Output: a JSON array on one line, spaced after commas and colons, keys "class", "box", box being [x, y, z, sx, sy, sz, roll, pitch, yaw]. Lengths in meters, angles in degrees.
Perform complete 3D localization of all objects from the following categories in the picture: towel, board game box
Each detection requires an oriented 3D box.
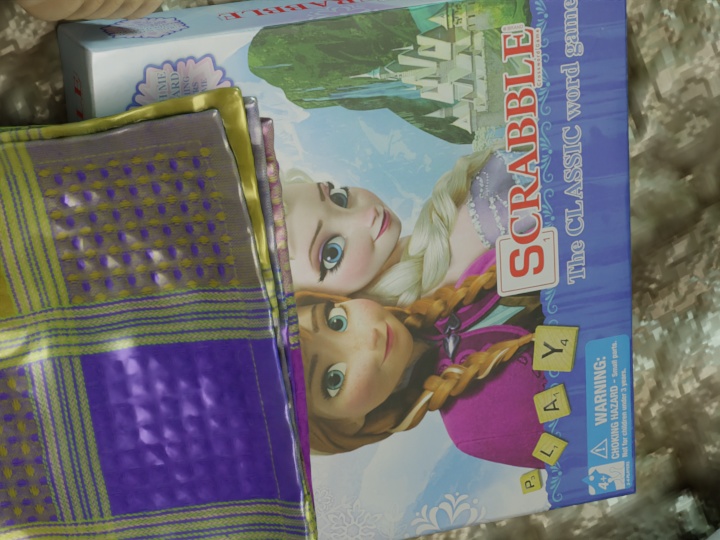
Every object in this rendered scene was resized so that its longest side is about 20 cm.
[{"class": "towel", "box": [-0.090, 0.040, 0.970, 0.143, 0.023, 0.201, -6, 109, 4]}, {"class": "board game box", "box": [0.000, 0.000, 1.023, 0.199, 0.041, 0.201, -10, 110, -18]}]

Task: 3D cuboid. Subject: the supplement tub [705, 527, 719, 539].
[{"class": "supplement tub", "box": [0.161, 0.162, 1.090, 0.200, 0.132, 0.132, -41, 116, -6]}]

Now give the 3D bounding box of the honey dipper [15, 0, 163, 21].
[{"class": "honey dipper", "box": [-0.135, -0.096, 0.888, 0.200, 0.038, 0.038, -6, 112, -53]}]
